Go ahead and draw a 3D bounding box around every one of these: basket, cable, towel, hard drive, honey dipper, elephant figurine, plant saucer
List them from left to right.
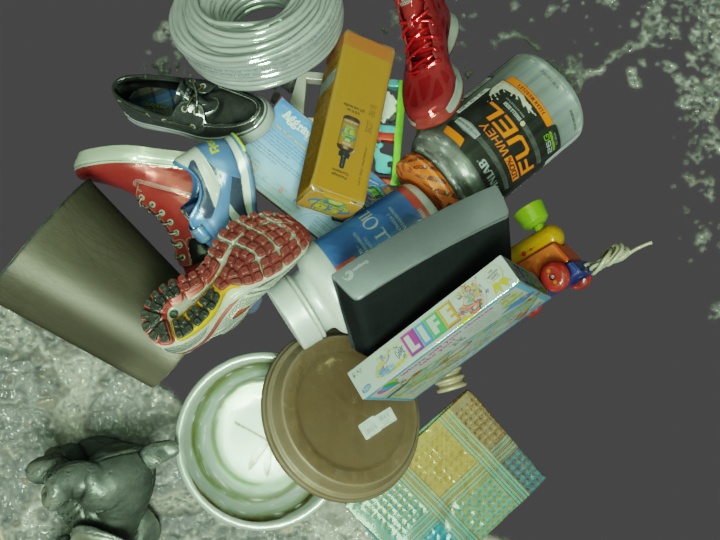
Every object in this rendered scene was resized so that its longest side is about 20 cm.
[{"bbox_3d":[-0.290,0.295,0.999,0.141,0.155,0.201,-13,99,-45],"label":"elephant figurine"},{"bbox_3d":[-0.274,0.024,0.991,0.200,0.136,0.181,39,47,-13],"label":"basket"},{"bbox_3d":[-0.119,-0.291,1.015,0.199,0.069,0.200,29,66,26],"label":"cable"},{"bbox_3d":[-0.112,0.195,1.034,0.199,0.050,0.201,0,84,-4],"label":"plant saucer"},{"bbox_3d":[-0.015,0.157,1.004,0.199,0.029,0.201,12,63,-25],"label":"plant saucer"},{"bbox_3d":[0.079,0.044,1.059,0.038,0.038,0.201,-17,85,-3],"label":"honey dipper"},{"bbox_3d":[0.073,0.007,0.933,0.199,0.135,0.042,-29,49,-13],"label":"hard drive"},{"bbox_3d":[0.099,0.258,1.054,0.200,0.022,0.147,-41,89,-6],"label":"towel"}]

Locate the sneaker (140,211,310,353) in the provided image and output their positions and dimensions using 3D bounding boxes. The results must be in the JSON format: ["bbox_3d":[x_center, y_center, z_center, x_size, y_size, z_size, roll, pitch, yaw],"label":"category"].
[{"bbox_3d":[-0.138,0.012,0.938,0.200,0.082,0.078,-36,70,-13],"label":"sneaker"}]

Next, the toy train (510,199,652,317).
[{"bbox_3d":[0.217,-0.031,1.013,0.200,0.085,0.116,-34,73,31],"label":"toy train"}]

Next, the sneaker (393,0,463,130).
[{"bbox_3d":[0.059,-0.258,1.002,0.078,0.116,0.201,-19,47,22],"label":"sneaker"}]

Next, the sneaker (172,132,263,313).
[{"bbox_3d":[-0.154,-0.047,0.988,0.082,0.074,0.201,-14,102,-21],"label":"sneaker"}]

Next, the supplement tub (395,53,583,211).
[{"bbox_3d":[0.145,-0.144,1.021,0.200,0.123,0.123,-40,88,-11],"label":"supplement tub"}]

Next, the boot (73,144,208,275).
[{"bbox_3d":[-0.237,-0.067,1.041,0.199,0.072,0.145,5,87,-5],"label":"boot"}]

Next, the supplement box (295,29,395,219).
[{"bbox_3d":[-0.017,-0.162,1.003,0.066,0.069,0.201,18,69,-19],"label":"supplement box"}]

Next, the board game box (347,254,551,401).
[{"bbox_3d":[0.097,0.067,0.941,0.200,0.134,0.034,-39,68,15],"label":"board game box"}]

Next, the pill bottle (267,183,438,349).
[{"bbox_3d":[0.000,0.000,0.991,0.200,0.112,0.112,-34,88,-8],"label":"pill bottle"}]

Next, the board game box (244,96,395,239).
[{"bbox_3d":[-0.046,-0.098,1.041,0.200,0.019,0.103,39,89,-12],"label":"board game box"}]

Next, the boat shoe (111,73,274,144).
[{"bbox_3d":[-0.196,-0.192,1.017,0.199,0.066,0.070,15,76,23],"label":"boat shoe"}]

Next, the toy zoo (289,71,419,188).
[{"bbox_3d":[-0.011,-0.169,1.077,0.199,0.020,0.132,4,86,-2],"label":"toy zoo"}]
